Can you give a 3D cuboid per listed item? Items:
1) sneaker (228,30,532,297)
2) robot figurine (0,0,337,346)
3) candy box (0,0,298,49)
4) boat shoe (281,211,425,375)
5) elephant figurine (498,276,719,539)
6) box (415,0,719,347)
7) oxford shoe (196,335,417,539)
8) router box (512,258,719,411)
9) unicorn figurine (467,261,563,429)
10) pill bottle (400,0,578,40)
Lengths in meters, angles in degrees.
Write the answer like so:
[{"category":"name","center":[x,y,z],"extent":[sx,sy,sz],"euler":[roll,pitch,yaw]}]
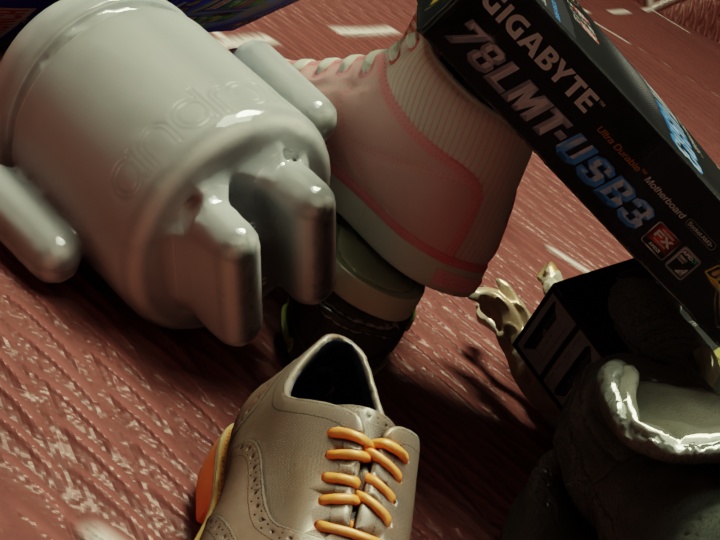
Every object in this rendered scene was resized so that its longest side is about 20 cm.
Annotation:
[{"category":"sneaker","center":[0.009,-0.082,0.836],"extent":[0.075,0.105,0.200],"euler":[6,28,-47]},{"category":"robot figurine","center":[-0.091,-0.053,0.777],"extent":[0.169,0.113,0.200],"euler":[-27,51,-30]},{"category":"candy box","center":[-0.117,-0.168,0.888],"extent":[0.199,0.078,0.169],"euler":[-11,0,-34]},{"category":"boat shoe","center":[0.000,0.000,0.868],"extent":[0.071,0.061,0.201],"euler":[30,17,0]},{"category":"elephant figurine","center":[0.126,0.091,0.716],"extent":[0.200,0.142,0.155],"euler":[43,1,27]},{"category":"box","center":[0.106,-0.068,0.763],"extent":[0.198,0.050,0.200],"euler":[44,14,-12]},{"category":"oxford shoe","center":[-0.016,0.083,0.562],"extent":[0.071,0.073,0.200],"euler":[24,18,-18]},{"category":"router box","center":[0.199,0.058,0.875],"extent":[0.199,0.052,0.158],"euler":[-15,58,-37]},{"category":"unicorn figurine","center":[0.148,0.063,0.942],"extent":[0.199,0.074,0.138],"euler":[-1,42,-34]},{"category":"pill bottle","center":[0.084,-0.145,1.178],"extent":[0.112,0.201,0.112],"euler":[26,17,-9]}]
